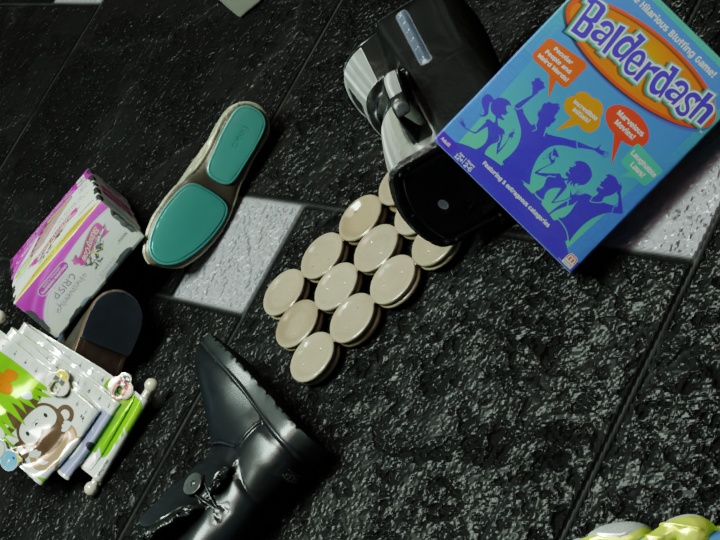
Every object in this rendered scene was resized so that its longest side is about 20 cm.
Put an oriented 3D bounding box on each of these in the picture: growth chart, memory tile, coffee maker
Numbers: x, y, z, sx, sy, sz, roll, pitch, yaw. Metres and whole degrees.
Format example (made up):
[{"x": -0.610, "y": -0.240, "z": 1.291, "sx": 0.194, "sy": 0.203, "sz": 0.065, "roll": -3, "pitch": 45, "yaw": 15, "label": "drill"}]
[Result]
[{"x": -0.306, "y": 0.130, "z": 1.679, "sx": 0.200, "sy": 0.018, "sz": 0.145, "roll": 25, "pitch": 88, "yaw": 14, "label": "growth chart"}, {"x": 0.000, "y": 0.000, "z": 1.565, "sx": 0.200, "sy": 0.017, "sz": 0.153, "roll": -43, "pitch": 37, "yaw": 11, "label": "memory tile"}, {"x": 0.096, "y": -0.141, "z": 1.514, "sx": 0.191, "sy": 0.135, "sz": 0.200, "roll": -12, "pitch": 41, "yaw": -6, "label": "coffee maker"}]

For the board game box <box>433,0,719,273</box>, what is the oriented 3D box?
[{"x": 0.179, "y": -0.122, "z": 1.372, "sx": 0.200, "sy": 0.152, "sz": 0.045, "roll": -47, "pitch": 1, "yaw": 6, "label": "board game box"}]

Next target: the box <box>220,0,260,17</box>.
[{"x": -0.090, "y": -0.384, "z": 1.941, "sx": 0.200, "sy": 0.078, "sz": 0.095, "roll": -36, "pitch": 39, "yaw": 19, "label": "box"}]

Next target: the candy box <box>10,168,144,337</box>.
[{"x": -0.295, "y": -0.022, "z": 1.810, "sx": 0.136, "sy": 0.061, "sz": 0.200, "roll": -50, "pitch": 18, "yaw": 1, "label": "candy box"}]

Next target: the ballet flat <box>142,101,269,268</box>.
[{"x": -0.153, "y": -0.080, "z": 1.774, "sx": 0.200, "sy": 0.067, "sz": 0.062, "roll": -56, "pitch": 9, "yaw": -14, "label": "ballet flat"}]

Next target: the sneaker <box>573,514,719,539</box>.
[{"x": 0.199, "y": 0.213, "z": 1.119, "sx": 0.200, "sy": 0.076, "sz": 0.105, "roll": -23, "pitch": 45, "yaw": 31, "label": "sneaker"}]

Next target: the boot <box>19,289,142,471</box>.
[{"x": -0.278, "y": 0.107, "z": 1.743, "sx": 0.200, "sy": 0.075, "sz": 0.097, "roll": -59, "pitch": 13, "yaw": -1, "label": "boot"}]

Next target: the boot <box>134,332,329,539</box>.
[{"x": -0.134, "y": 0.162, "z": 1.513, "sx": 0.168, "sy": 0.076, "sz": 0.200, "roll": -46, "pitch": 42, "yaw": 0, "label": "boot"}]
